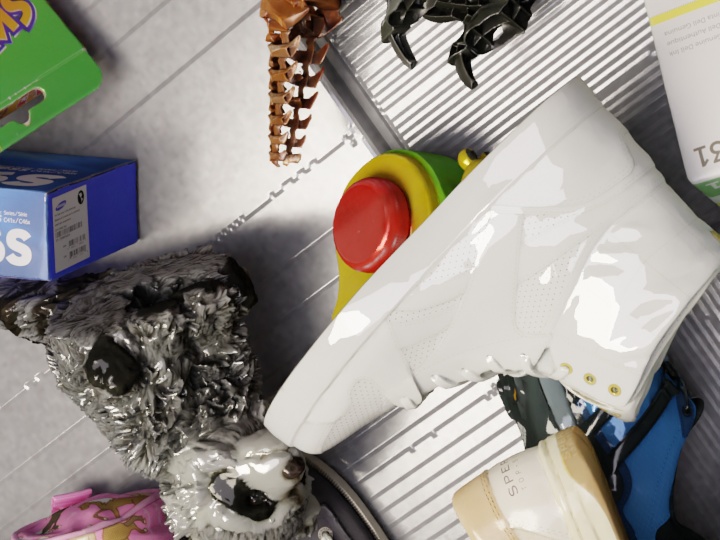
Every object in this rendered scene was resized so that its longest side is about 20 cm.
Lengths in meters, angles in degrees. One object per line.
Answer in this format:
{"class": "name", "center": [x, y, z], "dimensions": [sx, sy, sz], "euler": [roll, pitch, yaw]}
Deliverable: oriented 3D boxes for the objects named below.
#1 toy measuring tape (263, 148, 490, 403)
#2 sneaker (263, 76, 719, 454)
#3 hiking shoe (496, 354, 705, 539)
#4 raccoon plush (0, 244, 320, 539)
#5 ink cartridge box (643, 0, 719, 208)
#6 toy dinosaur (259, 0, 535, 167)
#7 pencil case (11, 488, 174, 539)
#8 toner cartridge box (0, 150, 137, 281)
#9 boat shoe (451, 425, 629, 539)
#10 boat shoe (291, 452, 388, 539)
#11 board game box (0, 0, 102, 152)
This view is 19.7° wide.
{"class": "toy measuring tape", "center": [0.000, 0.000, 0.938], "dimensions": [0.074, 0.073, 0.200], "euler": [53, 129, 3]}
{"class": "sneaker", "center": [0.057, 0.033, 0.837], "dimensions": [0.116, 0.074, 0.200], "euler": [46, 113, 4]}
{"class": "hiking shoe", "center": [0.105, 0.046, 0.911], "dimensions": [0.086, 0.074, 0.202], "euler": [-4, 93, -10]}
{"class": "raccoon plush", "center": [-0.090, 0.063, 0.964], "dimensions": [0.096, 0.200, 0.135], "euler": [-26, 110, -20]}
{"class": "ink cartridge box", "center": [0.202, -0.052, 0.819], "dimensions": [0.145, 0.048, 0.201], "euler": [-18, 69, 22]}
{"class": "toy dinosaur", "center": [0.008, -0.144, 0.897], "dimensions": [0.135, 0.102, 0.201], "euler": [31, 126, 37]}
{"class": "pencil case", "center": [-0.103, 0.203, 1.001], "dimensions": [0.086, 0.083, 0.201], "euler": [-14, 97, 35]}
{"class": "toner cartridge box", "center": [-0.215, -0.033, 0.986], "dimensions": [0.198, 0.095, 0.044], "euler": [5, 102, 18]}
{"class": "boat shoe", "center": [0.092, 0.161, 0.853], "dimensions": [0.069, 0.074, 0.201], "euler": [-19, 107, 7]}
{"class": "boat shoe", "center": [-0.022, 0.148, 0.971], "dimensions": [0.200, 0.063, 0.073], "euler": [43, 115, 8]}
{"class": "board game box", "center": [-0.216, -0.137, 0.965], "dimensions": [0.200, 0.095, 0.030], "euler": [49, 152, 8]}
